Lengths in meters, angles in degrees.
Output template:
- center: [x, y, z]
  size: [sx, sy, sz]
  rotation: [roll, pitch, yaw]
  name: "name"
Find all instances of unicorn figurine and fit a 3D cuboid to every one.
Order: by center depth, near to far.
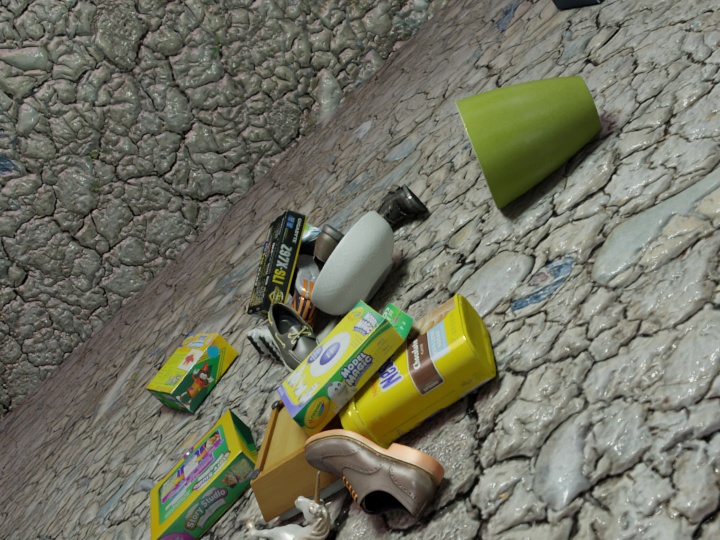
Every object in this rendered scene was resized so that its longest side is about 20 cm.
- center: [-0.106, 0.353, 0.948]
  size: [0.136, 0.074, 0.203]
  rotation: [-5, 56, 47]
  name: "unicorn figurine"

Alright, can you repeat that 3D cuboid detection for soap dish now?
- center: [-0.073, 0.238, 1.080]
  size: [0.156, 0.081, 0.201]
  rotation: [-35, 21, 23]
  name: "soap dish"

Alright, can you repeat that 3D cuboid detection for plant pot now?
- center: [0.277, -0.226, 1.226]
  size: [0.196, 0.190, 0.188]
  rotation: [-22, 24, 11]
  name: "plant pot"

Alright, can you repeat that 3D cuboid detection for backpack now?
- center: [-0.128, -0.034, 1.685]
  size: [0.164, 0.153, 0.200]
  rotation: [-49, 7, 2]
  name: "backpack"

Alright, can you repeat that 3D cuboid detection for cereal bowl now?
- center: [0.000, 0.000, 1.364]
  size: [0.201, 0.083, 0.200]
  rotation: [-53, -9, -12]
  name: "cereal bowl"

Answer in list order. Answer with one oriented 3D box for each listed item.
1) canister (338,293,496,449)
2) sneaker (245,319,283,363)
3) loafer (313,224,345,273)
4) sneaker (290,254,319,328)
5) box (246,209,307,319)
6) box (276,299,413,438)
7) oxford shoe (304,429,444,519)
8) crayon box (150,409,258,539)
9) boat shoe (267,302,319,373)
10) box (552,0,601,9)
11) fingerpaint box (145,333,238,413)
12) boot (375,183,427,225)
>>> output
- center: [0.074, 0.134, 0.996]
  size: [0.198, 0.087, 0.149]
  rotation: [-36, 20, 18]
  name: "canister"
- center: [-0.166, 0.129, 1.511]
  size: [0.081, 0.076, 0.199]
  rotation: [-40, 18, -18]
  name: "sneaker"
- center: [-0.063, -0.026, 1.431]
  size: [0.072, 0.072, 0.200]
  rotation: [-55, -12, -11]
  name: "loafer"
- center: [-0.115, 0.048, 1.507]
  size: [0.201, 0.076, 0.114]
  rotation: [-85, 14, -67]
  name: "sneaker"
- center: [-0.169, -0.009, 1.527]
  size: [0.159, 0.048, 0.205]
  rotation: [157, 128, -71]
  name: "box"
- center: [-0.020, 0.117, 1.010]
  size: [0.200, 0.048, 0.117]
  rotation: [-45, 18, -6]
  name: "box"
- center: [0.001, 0.240, 0.894]
  size: [0.197, 0.072, 0.074]
  rotation: [-1, 48, 41]
  name: "oxford shoe"
- center: [-0.259, 0.350, 1.258]
  size: [0.200, 0.058, 0.172]
  rotation: [-46, 21, -3]
  name: "crayon box"
- center: [-0.116, 0.123, 1.352]
  size: [0.070, 0.062, 0.201]
  rotation: [-21, 32, -21]
  name: "boat shoe"
- center: [0.541, -0.720, 1.750]
  size: [0.200, 0.118, 0.197]
  rotation: [-43, 20, -1]
  name: "box"
- center: [-0.384, 0.229, 1.726]
  size: [0.168, 0.073, 0.199]
  rotation: [-54, 22, -24]
  name: "fingerpaint box"
- center: [0.046, -0.090, 1.551]
  size: [0.174, 0.069, 0.200]
  rotation: [-48, 12, -2]
  name: "boot"
